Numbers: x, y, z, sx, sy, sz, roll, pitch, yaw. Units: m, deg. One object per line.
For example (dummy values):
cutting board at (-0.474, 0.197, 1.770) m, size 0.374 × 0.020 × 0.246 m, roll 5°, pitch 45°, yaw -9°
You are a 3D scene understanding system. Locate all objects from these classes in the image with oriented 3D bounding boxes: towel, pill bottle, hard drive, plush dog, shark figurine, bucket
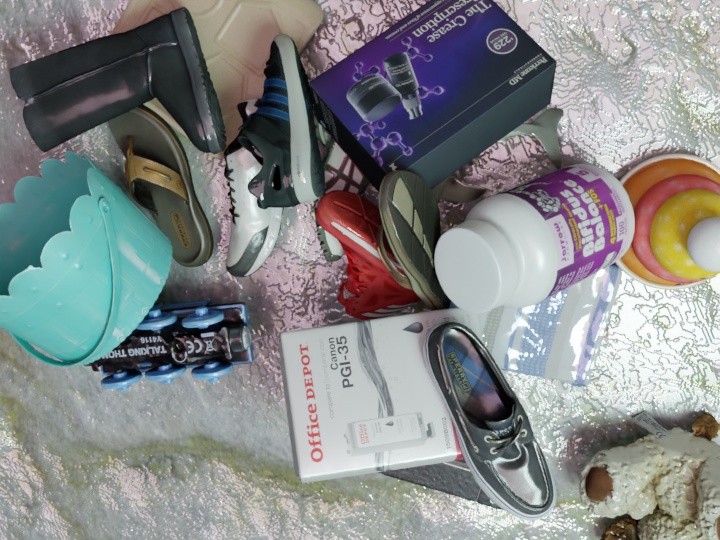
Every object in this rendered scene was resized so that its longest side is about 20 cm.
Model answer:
towel at (0.179, 0.045, 0.995) m, size 0.199 × 0.024 × 0.148 m, roll 12°, pitch 103°, yaw -14°
pill bottle at (0.169, -0.029, 0.892) m, size 0.112 × 0.199 × 0.113 m, roll 26°, pitch 127°, yaw 41°
hard drive at (0.073, 0.192, 1.007) m, size 0.199 × 0.140 × 0.038 m, roll 15°, pitch 103°, yaw 4°
plush dog at (0.355, 0.267, 1.008) m, size 0.199 × 0.160 × 0.173 m, roll 11°, pitch 120°, yaw 33°
shark figurine at (0.105, -0.132, 0.973) m, size 0.214 × 0.090 × 0.128 m, roll -32°, pitch 130°, yaw 20°
bucket at (-0.306, -0.008, 0.957) m, size 0.207 × 0.208 × 0.135 m, roll -38°, pitch 126°, yaw 13°

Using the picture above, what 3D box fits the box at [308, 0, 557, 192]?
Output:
box at (0.071, -0.175, 0.906) m, size 0.200 × 0.079 × 0.141 m, roll -36°, pitch 71°, yaw -9°

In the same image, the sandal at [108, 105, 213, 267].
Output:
sandal at (-0.228, -0.091, 1.018) m, size 0.081 × 0.055 × 0.201 m, roll -10°, pitch 106°, yaw 34°

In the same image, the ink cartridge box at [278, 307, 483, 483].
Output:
ink cartridge box at (0.025, 0.124, 0.909) m, size 0.199 × 0.083 × 0.147 m, roll -8°, pitch 78°, yaw -6°

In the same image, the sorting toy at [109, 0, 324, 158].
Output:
sorting toy at (-0.165, -0.253, 1.001) m, size 0.185 × 0.036 × 0.200 m, roll 37°, pitch 99°, yaw -2°

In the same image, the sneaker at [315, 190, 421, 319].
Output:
sneaker at (0.000, 0.000, 0.969) m, size 0.115 × 0.079 × 0.200 m, roll -38°, pitch 133°, yaw 23°

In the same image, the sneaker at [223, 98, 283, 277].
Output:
sneaker at (-0.121, -0.092, 0.996) m, size 0.080 × 0.074 × 0.201 m, roll 12°, pitch 97°, yaw -30°

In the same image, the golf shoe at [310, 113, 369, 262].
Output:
golf shoe at (-0.011, -0.106, 0.990) m, size 0.087 × 0.077 × 0.201 m, roll 2°, pitch 102°, yaw 1°

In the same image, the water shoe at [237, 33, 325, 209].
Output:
water shoe at (-0.088, -0.154, 0.914) m, size 0.078 × 0.072 × 0.201 m, roll -13°, pitch 59°, yaw 6°

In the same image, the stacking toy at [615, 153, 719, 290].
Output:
stacking toy at (0.324, -0.035, 0.899) m, size 0.145 × 0.200 × 0.147 m, roll 1°, pitch 102°, yaw 7°

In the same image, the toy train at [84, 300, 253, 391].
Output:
toy train at (-0.213, 0.077, 1.030) m, size 0.199 × 0.114 × 0.087 m, roll -7°, pitch 102°, yaw 9°

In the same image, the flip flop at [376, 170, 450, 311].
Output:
flip flop at (0.047, -0.021, 0.882) m, size 0.057 × 0.200 × 0.082 m, roll 7°, pitch 67°, yaw 22°

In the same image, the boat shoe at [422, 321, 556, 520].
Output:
boat shoe at (0.122, 0.135, 0.837) m, size 0.070 × 0.066 × 0.201 m, roll -23°, pitch 80°, yaw -10°

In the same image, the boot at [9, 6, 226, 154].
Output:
boot at (-0.253, -0.169, 0.957) m, size 0.199 × 0.066 × 0.166 m, roll -18°, pitch 75°, yaw 3°
